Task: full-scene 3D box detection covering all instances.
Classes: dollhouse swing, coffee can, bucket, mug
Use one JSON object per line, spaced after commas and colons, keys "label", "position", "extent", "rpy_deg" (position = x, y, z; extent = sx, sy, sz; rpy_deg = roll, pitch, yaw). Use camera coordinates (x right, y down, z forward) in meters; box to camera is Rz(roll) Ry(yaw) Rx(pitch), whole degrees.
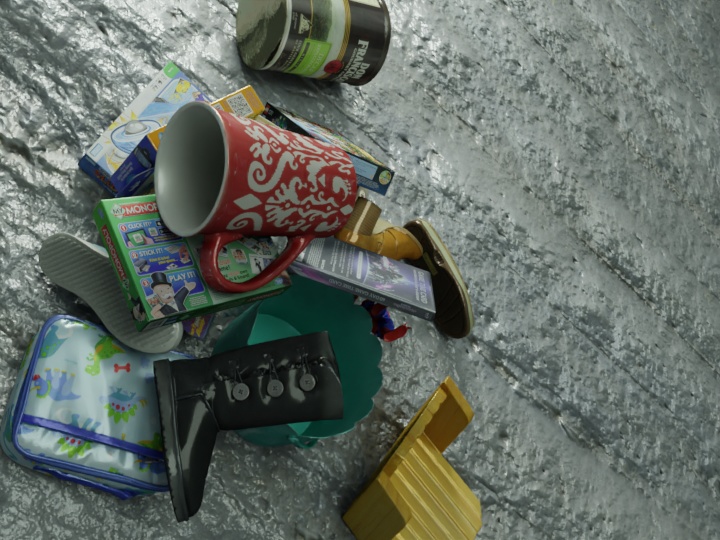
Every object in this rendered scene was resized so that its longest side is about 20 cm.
{"label": "dollhouse swing", "position": [0.106, 0.300, 1.053], "extent": [0.175, 0.183, 0.200], "rpy_deg": [40, 47, 8]}
{"label": "coffee can", "position": [-0.072, -0.370, 1.197], "extent": [0.196, 0.145, 0.150], "rpy_deg": [-2, 72, -39]}
{"label": "bucket", "position": [-0.083, 0.120, 0.984], "extent": [0.203, 0.134, 0.213], "rpy_deg": [16, 62, -33]}
{"label": "mug", "position": [-0.115, -0.079, 0.865], "extent": [0.197, 0.181, 0.133], "rpy_deg": [2, 25, -47]}

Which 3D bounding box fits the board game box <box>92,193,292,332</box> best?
{"label": "board game box", "position": [-0.177, -0.021, 0.855], "extent": [0.197, 0.029, 0.137], "rpy_deg": [-13, 73, -47]}

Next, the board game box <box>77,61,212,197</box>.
{"label": "board game box", "position": [-0.256, -0.163, 1.029], "extent": [0.135, 0.034, 0.202], "rpy_deg": [42, 51, -18]}

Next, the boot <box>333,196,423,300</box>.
{"label": "boot", "position": [0.012, -0.009, 1.159], "extent": [0.200, 0.070, 0.147], "rpy_deg": [34, 82, -55]}

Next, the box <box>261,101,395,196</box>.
{"label": "box", "position": [-0.052, -0.176, 1.115], "extent": [0.134, 0.200, 0.038], "rpy_deg": [17, 106, -33]}

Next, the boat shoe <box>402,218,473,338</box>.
{"label": "boat shoe", "position": [0.137, 0.008, 1.267], "extent": [0.076, 0.071, 0.205], "rpy_deg": [-16, 84, -58]}

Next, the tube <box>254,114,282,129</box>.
{"label": "tube", "position": [-0.144, -0.127, 0.995], "extent": [0.057, 0.199, 0.053], "rpy_deg": [-19, 80, -42]}

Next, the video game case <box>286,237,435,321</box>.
{"label": "video game case", "position": [0.000, 0.000, 1.003], "extent": [0.195, 0.019, 0.143], "rpy_deg": [21, 19, -5]}

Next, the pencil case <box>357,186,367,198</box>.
{"label": "pencil case", "position": [-0.081, -0.126, 1.129], "extent": [0.196, 0.078, 0.091], "rpy_deg": [16, 45, -34]}

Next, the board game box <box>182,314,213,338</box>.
{"label": "board game box", "position": [-0.192, -0.021, 0.947], "extent": [0.202, 0.038, 0.161], "rpy_deg": [-80, 152, -58]}

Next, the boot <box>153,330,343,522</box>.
{"label": "boot", "position": [-0.111, 0.162, 0.833], "extent": [0.195, 0.066, 0.170], "rpy_deg": [-7, 82, -19]}

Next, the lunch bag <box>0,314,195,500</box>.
{"label": "lunch bag", "position": [-0.274, 0.152, 0.851], "extent": [0.197, 0.082, 0.165], "rpy_deg": [26, 59, -28]}

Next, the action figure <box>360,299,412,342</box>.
{"label": "action figure", "position": [0.032, 0.064, 1.084], "extent": [0.051, 0.200, 0.066], "rpy_deg": [-30, 91, -7]}

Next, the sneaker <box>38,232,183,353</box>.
{"label": "sneaker", "position": [-0.262, 0.023, 0.871], "extent": [0.198, 0.075, 0.082], "rpy_deg": [36, 3, 17]}

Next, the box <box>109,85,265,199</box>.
{"label": "box", "position": [-0.217, -0.151, 0.952], "extent": [0.199, 0.118, 0.042], "rpy_deg": [-37, 95, -43]}
